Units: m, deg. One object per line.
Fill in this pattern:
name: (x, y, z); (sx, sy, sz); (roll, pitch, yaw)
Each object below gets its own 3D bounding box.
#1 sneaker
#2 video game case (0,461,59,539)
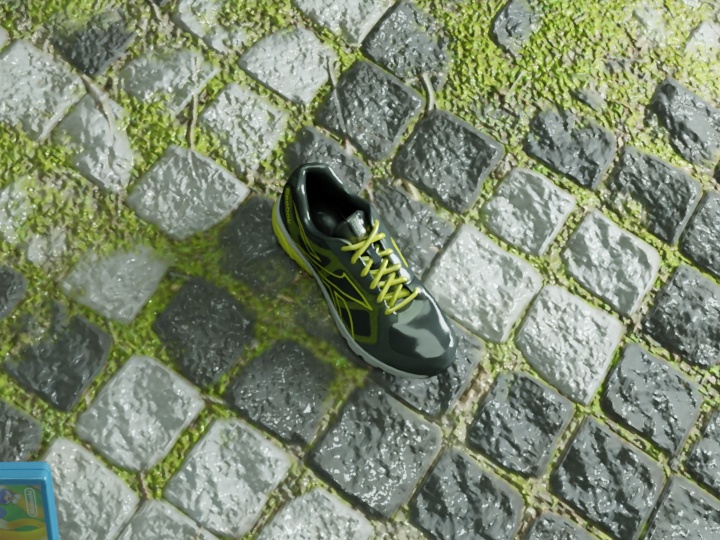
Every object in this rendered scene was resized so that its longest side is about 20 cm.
sneaker: (0.000, 0.000, 0.813); (0.074, 0.085, 0.200); (-39, 76, -21)
video game case: (-0.294, 0.181, 0.669); (0.196, 0.145, 0.018); (1, 35, -7)
